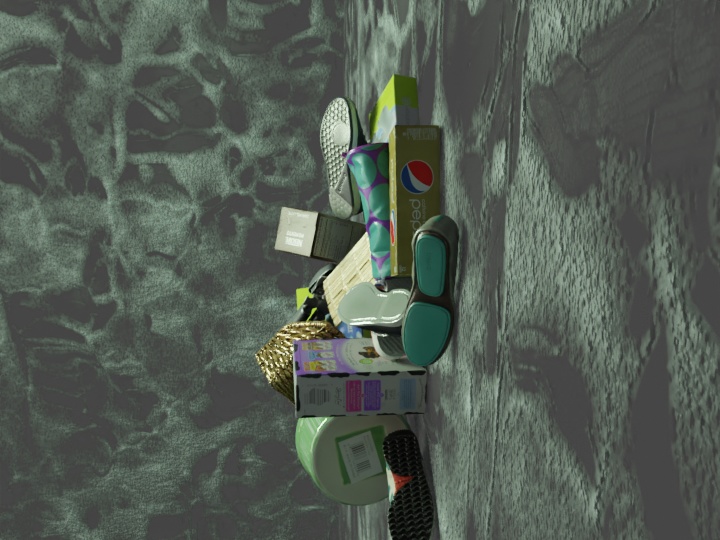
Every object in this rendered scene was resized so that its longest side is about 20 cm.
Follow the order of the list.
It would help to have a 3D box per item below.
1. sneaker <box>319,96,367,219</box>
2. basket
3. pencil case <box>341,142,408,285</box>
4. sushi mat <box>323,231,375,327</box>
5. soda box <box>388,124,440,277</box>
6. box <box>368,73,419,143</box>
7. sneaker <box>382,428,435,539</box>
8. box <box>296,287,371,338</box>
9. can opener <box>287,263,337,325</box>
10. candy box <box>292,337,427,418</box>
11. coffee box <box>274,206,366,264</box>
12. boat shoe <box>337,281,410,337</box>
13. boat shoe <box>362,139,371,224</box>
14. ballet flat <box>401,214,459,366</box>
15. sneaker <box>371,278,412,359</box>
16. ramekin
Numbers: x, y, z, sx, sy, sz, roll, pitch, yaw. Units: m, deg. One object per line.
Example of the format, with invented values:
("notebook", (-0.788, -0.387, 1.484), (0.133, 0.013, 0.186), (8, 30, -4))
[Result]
("sneaker", (0.006, -0.203, 1.472), (0.076, 0.146, 0.205), (13, 114, 40))
("basket", (-0.067, 0.171, 1.512), (0.200, 0.149, 0.143), (44, 180, -29))
("pencil case", (0.037, -0.083, 1.241), (0.085, 0.092, 0.202), (-15, -86, -55))
("sushi mat", (0.000, 0.000, 1.381), (0.200, 0.012, 0.096), (-48, 46, 39))
("soda box", (0.074, -0.093, 1.164), (0.068, 0.063, 0.203), (159, 111, -84))
("box", (0.055, -0.190, 1.351), (0.122, 0.047, 0.202), (130, 143, -59))
("sneaker", (0.077, 0.341, 1.262), (0.094, 0.070, 0.201), (68, -169, -47))
("box", (-0.043, 0.087, 1.560), (0.199, 0.047, 0.123), (-9, 83, 52))
("can opener", (-0.087, 0.069, 1.541), (0.200, 0.053, 0.067), (-53, 19, 38))
("candy box", (-0.005, 0.163, 1.333), (0.168, 0.197, 0.072), (-111, 20, -75))
("coffee box", (-0.039, -0.052, 1.534), (0.114, 0.199, 0.081), (12, 90, 50))
("boat shoe", (0.034, 0.064, 1.250), (0.076, 0.060, 0.199), (-60, 27, -9))
("boat shoe", (0.026, -0.184, 1.730), (0.065, 0.074, 0.203), (-102, 5, -48))
("ballet flat", (0.093, 0.025, 1.053), (0.064, 0.067, 0.202), (-50, -31, -53))
("sneaker", (0.046, 0.071, 1.368), (0.105, 0.075, 0.202), (120, 161, -51))
("ramekin", (-0.004, 0.290, 1.422), (0.098, 0.198, 0.202), (-138, 47, -74))
